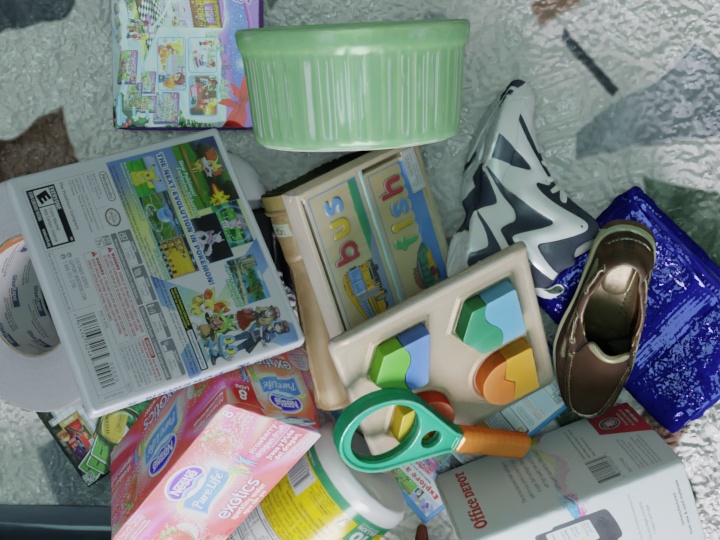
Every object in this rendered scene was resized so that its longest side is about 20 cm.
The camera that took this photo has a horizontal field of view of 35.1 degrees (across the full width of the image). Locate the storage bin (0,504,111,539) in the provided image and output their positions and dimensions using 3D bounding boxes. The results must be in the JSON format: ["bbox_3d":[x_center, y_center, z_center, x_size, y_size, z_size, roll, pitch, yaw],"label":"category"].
[{"bbox_3d":[-0.289,0.311,1.055,0.199,0.146,0.135,-1,106,1],"label":"storage bin"}]

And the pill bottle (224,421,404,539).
[{"bbox_3d":[-0.066,0.241,1.045,0.200,0.113,0.113,-41,94,12],"label":"pill bottle"}]

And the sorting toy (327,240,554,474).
[{"bbox_3d":[0.079,0.084,0.979,0.184,0.037,0.201,-27,136,-8],"label":"sorting toy"}]

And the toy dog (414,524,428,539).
[{"bbox_3d":[0.045,0.283,1.015,0.131,0.200,0.097,-4,82,-4],"label":"toy dog"}]

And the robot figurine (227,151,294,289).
[{"bbox_3d":[-0.139,-0.008,1.024,0.124,0.150,0.201,1,98,43],"label":"robot figurine"}]

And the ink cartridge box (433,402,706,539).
[{"bbox_3d":[0.180,0.210,1.016,0.199,0.146,0.083,-21,105,-1],"label":"ink cartridge box"}]

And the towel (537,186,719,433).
[{"bbox_3d":[0.275,0.038,1.056,0.200,0.050,0.148,43,94,-3],"label":"towel"}]

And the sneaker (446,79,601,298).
[{"bbox_3d":[0.161,-0.065,1.023,0.129,0.080,0.200,19,64,-12],"label":"sneaker"}]

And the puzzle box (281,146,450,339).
[{"bbox_3d":[0.019,-0.001,0.997,0.133,0.025,0.201,-29,111,-26],"label":"puzzle box"}]

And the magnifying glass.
[{"bbox_3d":[0.066,0.144,0.983,0.199,0.022,0.080,10,118,-34],"label":"magnifying glass"}]

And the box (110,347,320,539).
[{"bbox_3d":[-0.131,0.152,0.984,0.094,0.103,0.200,22,125,-30],"label":"box"}]

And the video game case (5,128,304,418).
[{"bbox_3d":[-0.163,-0.004,0.910,0.182,0.022,0.201,-18,75,-24],"label":"video game case"}]

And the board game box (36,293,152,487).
[{"bbox_3d":[-0.273,0.096,1.085,0.105,0.023,0.200,-34,94,2],"label":"board game box"}]

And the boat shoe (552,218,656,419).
[{"bbox_3d":[0.209,0.057,0.993,0.074,0.075,0.203,7,123,7],"label":"boat shoe"}]

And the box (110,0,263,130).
[{"bbox_3d":[-0.158,-0.229,1.042,0.136,0.039,0.201,1,95,2],"label":"box"}]

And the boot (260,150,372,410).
[{"bbox_3d":[0.000,0.000,1.039,0.175,0.066,0.201,-26,109,-30],"label":"boot"}]

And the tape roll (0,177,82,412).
[{"bbox_3d":[-0.265,0.018,0.990,0.199,0.066,0.202,4,98,30],"label":"tape roll"}]

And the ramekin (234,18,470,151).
[{"bbox_3d":[-0.005,-0.160,0.972,0.199,0.200,0.098,-2,103,1],"label":"ramekin"}]

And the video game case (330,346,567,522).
[{"bbox_3d":[0.092,0.124,1.083,0.200,0.018,0.143,-40,94,4],"label":"video game case"}]
